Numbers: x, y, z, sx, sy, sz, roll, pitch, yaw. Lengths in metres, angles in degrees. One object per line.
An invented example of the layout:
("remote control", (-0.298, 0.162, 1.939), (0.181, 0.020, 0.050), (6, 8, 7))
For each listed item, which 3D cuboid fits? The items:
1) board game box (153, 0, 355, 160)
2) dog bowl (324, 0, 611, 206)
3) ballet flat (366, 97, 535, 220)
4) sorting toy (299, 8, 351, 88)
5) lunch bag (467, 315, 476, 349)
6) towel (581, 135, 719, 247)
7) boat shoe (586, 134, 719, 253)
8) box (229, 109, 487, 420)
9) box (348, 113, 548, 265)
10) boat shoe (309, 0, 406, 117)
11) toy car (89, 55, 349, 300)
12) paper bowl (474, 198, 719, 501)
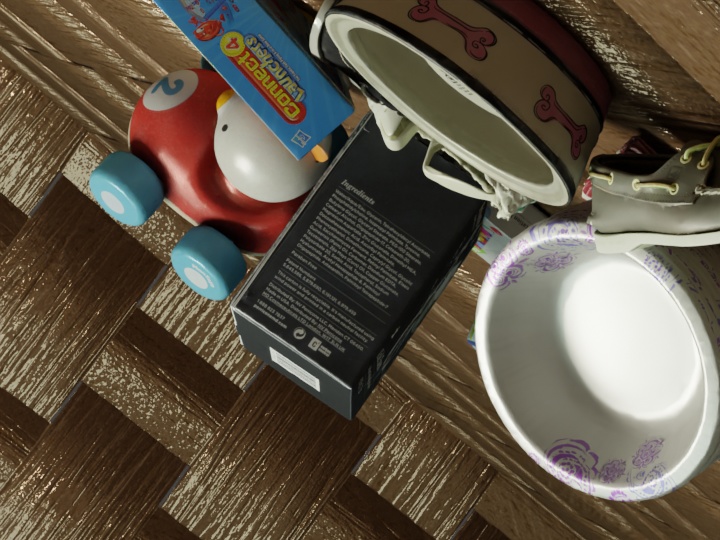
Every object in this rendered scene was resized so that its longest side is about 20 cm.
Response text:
("board game box", (-0.094, -0.192, 1.621), (0.196, 0.056, 0.200), (47, -172, -16))
("dog bowl", (0.076, -0.131, 1.445), (0.200, 0.074, 0.200), (37, 174, 5))
("ballet flat", (0.057, -0.108, 1.715), (0.199, 0.072, 0.072), (36, 173, 18))
("sorting toy", (-0.084, -0.213, 1.878), (0.200, 0.037, 0.185), (42, 173, -1))
("lunch bag", (0.205, 0.070, 1.907), (0.199, 0.083, 0.161), (23, 177, -19))
("towel", (0.227, -0.033, 1.551), (0.144, 0.023, 0.200), (35, 175, 1))
("boat shoe", (0.203, -0.049, 1.346), (0.201, 0.072, 0.061), (-6, 100, 61))
("box", (0.000, 0.000, 1.833), (0.124, 0.197, 0.200), (33, 171, 6))
("box", (0.088, -0.065, 1.936), (0.200, 0.041, 0.156), (38, 172, -12))
("boat shoe", (0.016, -0.155, 1.582), (0.060, 0.074, 0.200), (35, 175, 17))
("toy car", (-0.092, -0.109, 1.810), (0.177, 0.185, 0.200), (42, 154, -3))
("paper bowl", (0.185, 0.048, 1.526), (0.200, 0.202, 0.104), (33, -145, 27))
